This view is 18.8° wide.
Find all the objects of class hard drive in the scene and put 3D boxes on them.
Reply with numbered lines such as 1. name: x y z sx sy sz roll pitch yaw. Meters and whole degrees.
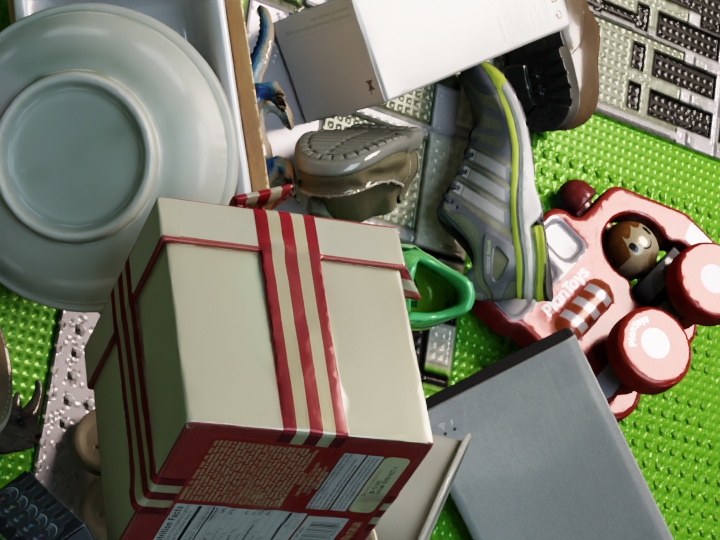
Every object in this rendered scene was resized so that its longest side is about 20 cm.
1. hard drive: 0.142 0.163 1.669 0.139 0.033 0.201 -27 104 1

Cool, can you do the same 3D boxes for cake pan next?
1. cake pan: 0.023 0.201 1.536 0.037 0.200 0.201 23 67 5

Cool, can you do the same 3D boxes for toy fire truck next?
1. toy fire truck: 0.199 0.013 1.733 0.168 0.112 0.200 45 61 0

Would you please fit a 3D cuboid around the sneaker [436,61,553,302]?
1. sneaker: 0.095 -0.068 1.674 0.080 0.074 0.201 -10 71 1

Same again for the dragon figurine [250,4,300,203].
1. dragon figurine: -0.097 -0.092 1.526 0.099 0.059 0.202 -6 83 2

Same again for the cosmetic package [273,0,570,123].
1. cosmetic package: 0.048 -0.184 1.631 0.199 0.107 0.085 -24 100 -38

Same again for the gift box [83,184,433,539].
1. gift box: -0.059 0.071 1.353 0.199 0.185 0.188 9 50 -27

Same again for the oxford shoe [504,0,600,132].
1. oxford shoe: 0.151 -0.211 1.745 0.084 0.072 0.202 -5 90 -54

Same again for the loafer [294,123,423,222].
1. loafer: 0.005 -0.066 1.564 0.200 0.075 0.070 -21 114 -71

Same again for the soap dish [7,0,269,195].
1. soap dish: -0.146 -0.114 1.455 0.156 0.081 0.201 -8 90 5

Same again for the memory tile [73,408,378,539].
1. memory tile: -0.091 0.151 1.458 0.199 0.017 0.154 -8 64 -3

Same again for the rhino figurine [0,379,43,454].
1. rhino figurine: -0.272 0.129 1.385 0.200 0.060 0.088 -42 112 -34

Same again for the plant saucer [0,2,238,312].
1. plant saucer: -0.179 -0.072 1.394 0.199 0.050 0.202 0 92 5

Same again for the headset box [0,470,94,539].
1. headset box: -0.223 0.248 1.333 0.200 0.093 0.175 -35 123 -18

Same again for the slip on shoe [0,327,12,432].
1. slip on shoe: -0.264 0.010 1.368 0.076 0.061 0.201 -7 73 -28

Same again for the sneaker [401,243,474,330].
1. sneaker: 0.000 0.000 1.589 0.199 0.083 0.075 9 80 -36
